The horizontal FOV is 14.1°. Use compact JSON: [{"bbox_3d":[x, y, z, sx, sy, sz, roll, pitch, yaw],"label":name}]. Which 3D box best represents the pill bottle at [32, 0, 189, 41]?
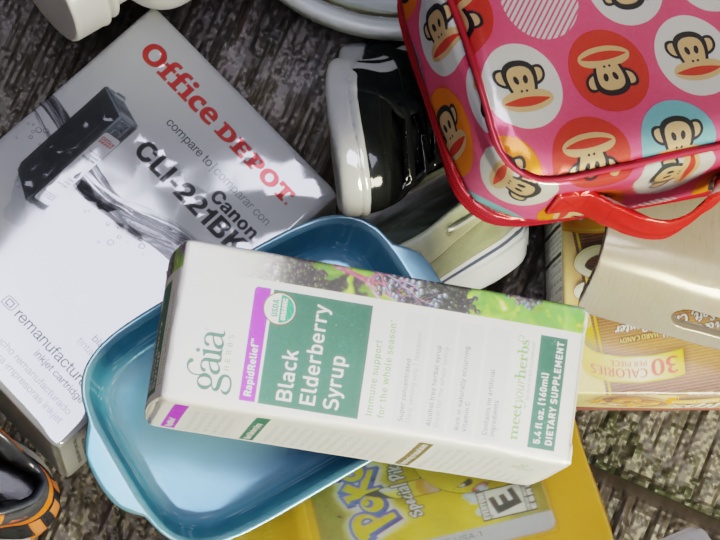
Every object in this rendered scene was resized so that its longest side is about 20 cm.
[{"bbox_3d":[-0.085,-0.204,1.498,0.200,0.109,0.109,-33,83,-14],"label":"pill bottle"}]

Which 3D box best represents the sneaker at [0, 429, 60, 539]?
[{"bbox_3d":[-0.247,0.081,1.477,0.200,0.112,0.078,16,77,-2],"label":"sneaker"}]

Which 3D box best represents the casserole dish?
[{"bbox_3d":[-0.047,0.056,1.453,0.200,0.039,0.121,-30,87,-12],"label":"casserole dish"}]

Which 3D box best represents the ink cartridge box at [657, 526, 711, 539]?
[{"bbox_3d":[0.100,0.242,1.446,0.198,0.200,0.043,-21,39,-9],"label":"ink cartridge box"}]

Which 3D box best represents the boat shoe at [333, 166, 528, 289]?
[{"bbox_3d":[0.000,0.000,1.524,0.200,0.072,0.062,-30,127,-25],"label":"boat shoe"}]

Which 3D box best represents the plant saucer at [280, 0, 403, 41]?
[{"bbox_3d":[0.020,-0.209,1.590,0.200,0.050,0.200,1,70,-2],"label":"plant saucer"}]

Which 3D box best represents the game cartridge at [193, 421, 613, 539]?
[{"bbox_3d":[0.014,0.106,1.474,0.200,0.032,0.176,-11,46,-5],"label":"game cartridge"}]

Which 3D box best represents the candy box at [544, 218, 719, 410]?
[{"bbox_3d":[0.159,-0.026,1.567,0.115,0.055,0.200,1,77,-7],"label":"candy box"}]

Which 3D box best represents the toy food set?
[{"bbox_3d":[0.200,-0.055,1.528,0.143,0.060,0.200,15,67,-7],"label":"toy food set"}]

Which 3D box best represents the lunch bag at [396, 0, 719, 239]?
[{"bbox_3d":[0.131,-0.098,1.444,0.200,0.082,0.176,-9,71,-22],"label":"lunch bag"}]

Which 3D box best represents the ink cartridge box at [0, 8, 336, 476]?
[{"bbox_3d":[-0.130,-0.015,1.521,0.200,0.084,0.144,-42,81,-13],"label":"ink cartridge box"}]

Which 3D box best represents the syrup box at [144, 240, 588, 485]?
[{"bbox_3d":[0.001,0.046,1.402,0.200,0.081,0.079,10,77,-9],"label":"syrup box"}]

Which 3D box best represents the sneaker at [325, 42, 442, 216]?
[{"bbox_3d":[0.042,-0.083,1.494,0.112,0.200,0.073,-4,108,3],"label":"sneaker"}]
